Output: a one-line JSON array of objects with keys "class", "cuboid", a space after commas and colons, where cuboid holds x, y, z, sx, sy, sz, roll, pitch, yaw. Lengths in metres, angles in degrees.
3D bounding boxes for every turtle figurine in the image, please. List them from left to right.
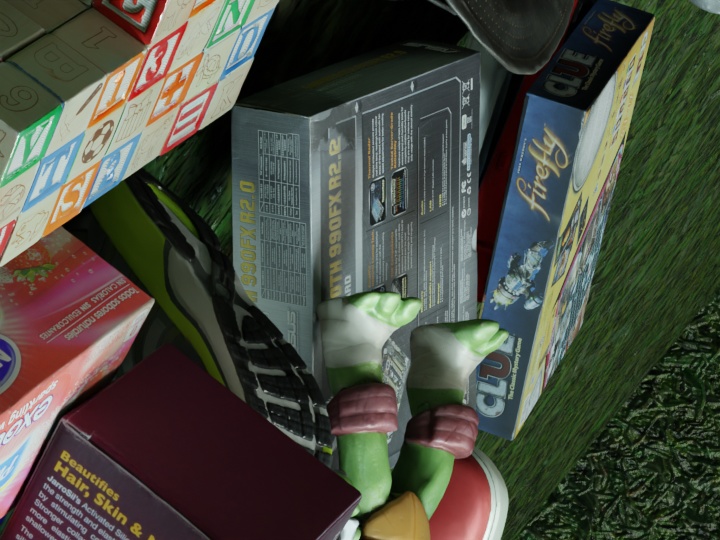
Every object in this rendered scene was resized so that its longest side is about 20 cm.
[{"class": "turtle figurine", "cuboid": [0.037, 0.110, 1.321, 0.200, 0.143, 0.195, 130, -36, -71]}]

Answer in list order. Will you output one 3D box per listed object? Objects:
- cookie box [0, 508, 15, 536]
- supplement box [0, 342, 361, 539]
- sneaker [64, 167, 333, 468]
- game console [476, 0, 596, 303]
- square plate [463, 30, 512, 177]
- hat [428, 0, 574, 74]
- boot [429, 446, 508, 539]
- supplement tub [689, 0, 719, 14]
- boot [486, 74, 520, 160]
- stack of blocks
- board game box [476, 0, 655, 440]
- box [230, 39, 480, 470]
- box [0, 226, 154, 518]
[{"class": "cookie box", "cuboid": [-0.153, 0.136, 1.383, 0.172, 0.075, 0.200, -61, 153, 10]}, {"class": "supplement box", "cuboid": [-0.099, 0.146, 1.224, 0.086, 0.110, 0.201, -39, 163, -54]}, {"class": "sneaker", "cuboid": [-0.081, 0.042, 1.295, 0.081, 0.200, 0.074, -44, 143, 15]}, {"class": "game console", "cuboid": [0.100, -0.067, 1.624, 0.200, 0.031, 0.178, 1, 106, -77]}, {"class": "square plate", "cuboid": [0.052, -0.056, 1.607, 0.200, 0.028, 0.199, -66, 172, -62]}, {"class": "hat", "cuboid": [0.031, -0.175, 1.314, 0.080, 0.202, 0.200, -15, -171, 28]}, {"class": "boot", "cuboid": [-0.019, 0.166, 1.461, 0.200, 0.072, 0.144, -49, 157, 19]}, {"class": "supplement tub", "cuboid": [0.165, -0.215, 1.482, 0.123, 0.199, 0.123, -51, 167, -16]}, {"class": "boot", "cuboid": [0.107, -0.152, 1.705, 0.151, 0.073, 0.201, 97, 20, -66]}, {"class": "stack of blocks", "cuboid": [-0.105, -0.086, 1.126, 0.200, 0.058, 0.116, -40, 162, -50]}, {"class": "board game box", "cuboid": [0.104, -0.028, 1.546, 0.136, 0.034, 0.201, -52, 156, -57]}, {"class": "box", "cuboid": [0.000, 0.000, 1.432, 0.158, 0.048, 0.202, -25, 120, -53]}, {"class": "box", "cuboid": [-0.183, 0.056, 1.129, 0.200, 0.094, 0.103, -38, 162, -53]}]
